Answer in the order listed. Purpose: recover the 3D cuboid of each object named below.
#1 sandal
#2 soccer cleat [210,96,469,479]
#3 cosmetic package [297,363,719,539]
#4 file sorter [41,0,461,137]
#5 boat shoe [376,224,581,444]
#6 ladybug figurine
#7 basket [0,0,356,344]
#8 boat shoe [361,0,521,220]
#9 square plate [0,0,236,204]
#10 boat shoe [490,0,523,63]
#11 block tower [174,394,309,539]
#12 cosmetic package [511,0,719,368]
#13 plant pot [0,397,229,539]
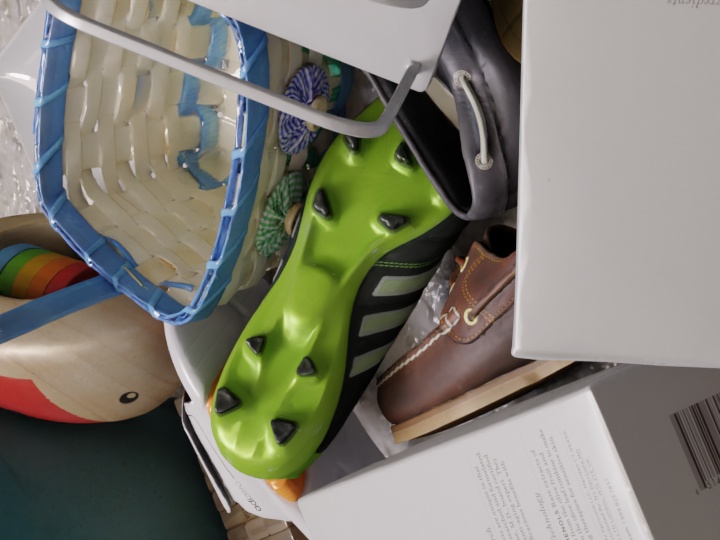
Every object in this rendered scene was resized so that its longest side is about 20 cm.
[{"bbox_3d":[-0.035,0.092,0.965,0.059,0.079,0.207,-29,100,42],"label":"sandal"},{"bbox_3d":[0.000,0.000,0.896,0.067,0.081,0.201,30,84,15],"label":"soccer cleat"},{"bbox_3d":[0.078,0.093,0.847,0.200,0.107,0.085,-30,82,52],"label":"cosmetic package"},{"bbox_3d":[-0.014,-0.164,0.712,0.138,0.125,0.201,21,111,2],"label":"file sorter"},{"bbox_3d":[0.073,0.011,0.855,0.200,0.070,0.071,-31,85,42],"label":"boat shoe"},{"bbox_3d":[-0.151,0.024,1.035,0.199,0.135,0.072,17,125,47],"label":"ladybug figurine"},{"bbox_3d":[-0.097,-0.066,0.886,0.139,0.199,0.177,38,131,37],"label":"basket"},{"bbox_3d":[0.012,-0.108,0.835,0.200,0.063,0.073,53,156,4],"label":"boat shoe"},{"bbox_3d":[-0.108,-0.070,1.076,0.200,0.028,0.199,-39,73,49],"label":"square plate"},{"bbox_3d":[0.090,-0.178,0.790,0.073,0.063,0.202,9,103,53],"label":"boat shoe"},{"bbox_3d":[-0.023,0.143,1.026,0.058,0.054,0.201,-29,81,51],"label":"block tower"},{"bbox_3d":[0.096,-0.076,0.706,0.080,0.113,0.202,4,101,9],"label":"cosmetic package"},{"bbox_3d":[-0.151,0.154,1.076,0.199,0.187,0.202,19,116,45],"label":"plant pot"}]
